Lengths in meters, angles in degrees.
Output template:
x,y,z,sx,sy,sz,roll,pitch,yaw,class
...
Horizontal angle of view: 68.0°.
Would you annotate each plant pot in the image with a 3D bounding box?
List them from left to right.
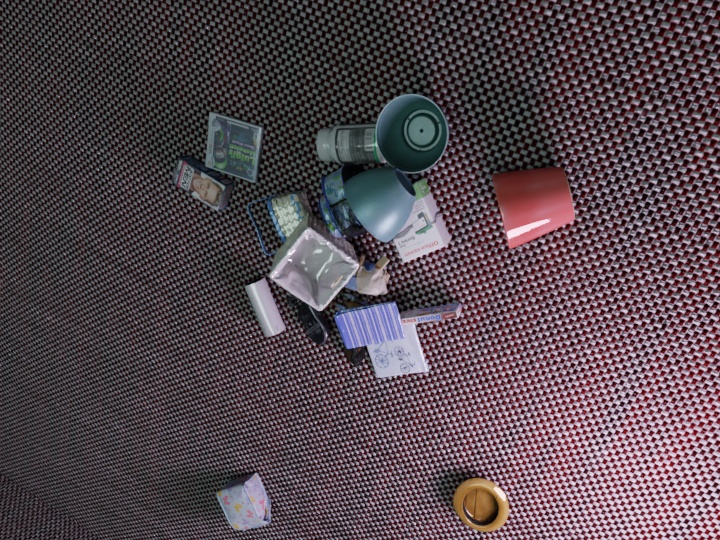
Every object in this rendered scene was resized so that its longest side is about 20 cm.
x,y,z,sx,sy,sz,roll,pitch,yaw,class
0.070,-0.197,1.434,0.134,0.200,0.201,-34,94,24,plant pot
0.154,-0.378,1.460,0.198,0.134,0.203,7,110,19,plant pot
0.451,-0.176,1.393,0.175,0.201,0.203,-14,103,15,plant pot

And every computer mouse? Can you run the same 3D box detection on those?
x,y,z,sx,sy,sz,roll,pitch,yaw,class
-0.160,0.155,1.830,0.138,0.053,0.202,-29,87,38,computer mouse

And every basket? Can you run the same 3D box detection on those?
x,y,z,sx,sy,sz,roll,pitch,yaw,class
-0.247,-0.157,1.697,0.198,0.139,0.178,-17,101,14,basket
-0.136,-0.029,1.591,0.199,0.161,0.199,36,108,-17,basket

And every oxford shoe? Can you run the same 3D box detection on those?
x,y,z,sx,sy,sz,roll,pitch,yaw,class
-0.025,0.230,1.771,0.084,0.072,0.202,33,134,24,oxford shoe

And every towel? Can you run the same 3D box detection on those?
x,y,z,sx,sy,sz,roll,pitch,yaw,class
0.029,0.173,1.660,0.197,0.024,0.146,-12,119,11,towel

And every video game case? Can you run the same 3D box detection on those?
x,y,z,sx,sy,sz,roll,pitch,yaw,class
-0.414,-0.402,1.746,0.198,0.023,0.184,19,115,15,video game case

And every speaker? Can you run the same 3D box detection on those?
x,y,z,sx,sy,sz,roll,pitch,yaw,class
-0.336,0.126,1.872,0.080,0.081,0.202,-16,102,26,speaker

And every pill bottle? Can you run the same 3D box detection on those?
x,y,z,sx,sy,sz,roll,pitch,yaw,class
-0.020,-0.367,1.547,0.197,0.113,0.115,4,110,21,pill bottle

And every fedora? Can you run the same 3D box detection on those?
x,y,z,sx,sy,sz,roll,pitch,yaw,class
0.409,0.776,1.803,0.198,0.082,0.204,5,105,20,fedora

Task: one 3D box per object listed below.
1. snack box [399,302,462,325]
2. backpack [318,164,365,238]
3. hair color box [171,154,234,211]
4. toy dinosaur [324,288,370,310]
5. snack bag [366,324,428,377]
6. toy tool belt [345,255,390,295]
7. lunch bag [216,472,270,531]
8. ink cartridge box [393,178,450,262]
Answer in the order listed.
x,y,z,sx,sy,sz,roll,pitch,yaw,class
0.212,0.136,1.657,0.198,0.072,0.025,-11,103,25,snack box
-0.037,-0.200,1.577,0.146,0.182,0.202,-20,90,29,backpack
-0.535,-0.298,1.812,0.199,0.061,0.101,31,118,9,hair color box
-0.001,0.122,1.760,0.181,0.105,0.200,39,152,-5,toy dinosaur
0.115,0.259,1.771,0.198,0.021,0.191,-12,104,26,snack bag
0.000,0.000,1.680,0.198,0.124,0.125,13,95,34,toy tool belt
-0.472,0.964,2.208,0.168,0.127,0.202,-25,88,25,lunch bag
0.157,-0.144,1.571,0.145,0.084,0.202,-22,98,28,ink cartridge box
